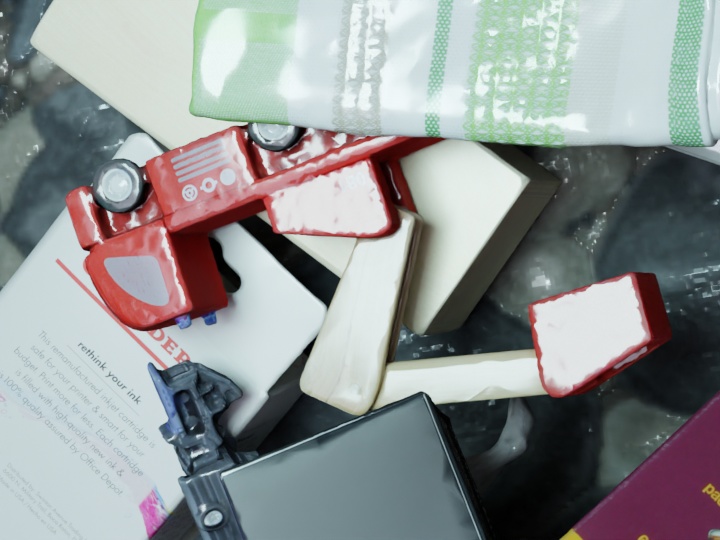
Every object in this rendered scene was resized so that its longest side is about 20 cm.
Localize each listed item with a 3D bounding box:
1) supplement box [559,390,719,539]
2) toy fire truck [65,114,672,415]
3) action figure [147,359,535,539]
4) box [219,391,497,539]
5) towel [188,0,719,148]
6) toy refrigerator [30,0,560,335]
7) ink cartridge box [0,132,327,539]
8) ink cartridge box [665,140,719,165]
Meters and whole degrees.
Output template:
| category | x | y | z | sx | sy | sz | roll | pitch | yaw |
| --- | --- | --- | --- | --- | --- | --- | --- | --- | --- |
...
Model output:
| category | x | y | z | sx | sy | sz | roll | pitch | yaw |
| --- | --- | --- | --- | --- | --- | --- | --- | --- | --- |
| supplement box | 0.160 | 0.070 | 0.872 | 0.200 | 0.110 | 0.086 | -41 | 80 | -12 |
| toy fire truck | 0.000 | 0.000 | 0.926 | 0.200 | 0.049 | 0.141 | -21 | 85 | 15 |
| action figure | -0.010 | 0.120 | 0.961 | 0.193 | 0.105 | 0.200 | -26 | 118 | 5 |
| box | 0.029 | 0.150 | 0.846 | 0.079 | 0.141 | 0.200 | -22 | 82 | 4 |
| towel | 0.038 | -0.120 | 0.879 | 0.200 | 0.031 | 0.149 | 4 | 83 | 18 |
| toy refrigerator | -0.025 | -0.063 | 0.994 | 0.200 | 0.070 | 0.076 | 36 | 101 | 12 |
| ink cartridge box | -0.100 | 0.049 | 1.031 | 0.115 | 0.068 | 0.200 | 44 | 108 | 10 |
| ink cartridge box | 0.099 | -0.131 | 0.932 | 0.200 | 0.085 | 0.145 | 21 | 102 | 18 |
